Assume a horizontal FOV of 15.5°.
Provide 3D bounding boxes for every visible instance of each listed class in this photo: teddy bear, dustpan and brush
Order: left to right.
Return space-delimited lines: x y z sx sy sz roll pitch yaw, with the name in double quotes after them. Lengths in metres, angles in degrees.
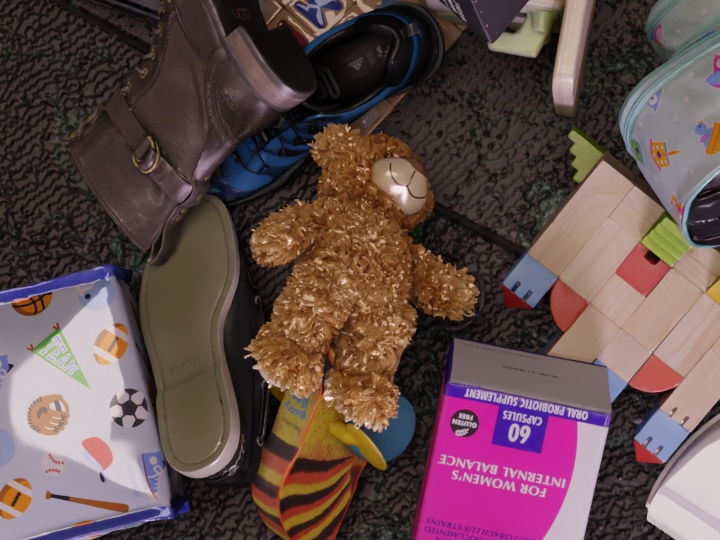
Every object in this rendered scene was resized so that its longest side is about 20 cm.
0.000 0.000 1.601 0.145 0.067 0.200 35 58 0 "teddy bear"
0.287 0.106 1.661 0.140 0.057 0.200 34 95 7 "dustpan and brush"

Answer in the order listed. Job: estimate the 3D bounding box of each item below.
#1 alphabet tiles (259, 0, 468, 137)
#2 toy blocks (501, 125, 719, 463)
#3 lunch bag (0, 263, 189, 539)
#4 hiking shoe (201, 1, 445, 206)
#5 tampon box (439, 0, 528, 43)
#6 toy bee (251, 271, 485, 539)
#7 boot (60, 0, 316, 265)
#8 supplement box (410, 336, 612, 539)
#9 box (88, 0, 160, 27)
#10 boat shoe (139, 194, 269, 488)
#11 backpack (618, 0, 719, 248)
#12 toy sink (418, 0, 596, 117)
-0.015 -0.187 1.739 0.167 0.008 0.200 43 89 8 "alphabet tiles"
0.168 0.026 1.663 0.200 0.100 0.137 39 102 -1 "toy blocks"
-0.225 0.098 1.672 0.200 0.124 0.170 -15 85 1 "lunch bag"
-0.043 -0.109 1.680 0.200 0.087 0.074 -36 84 14 "hiking shoe"
0.036 -0.252 1.533 0.200 0.150 0.126 41 91 10 "tampon box"
-0.021 0.071 1.662 0.131 0.109 0.200 -3 62 46 "toy bee"
-0.130 -0.126 1.664 0.174 0.069 0.200 -41 66 29 "boot"
0.084 0.156 1.616 0.101 0.103 0.200 11 105 1 "supplement box"
-0.142 -0.270 1.736 0.158 0.051 0.200 22 87 9 "box"
-0.089 0.048 1.665 0.074 0.066 0.199 -25 53 21 "boat shoe"
0.248 -0.109 1.563 0.200 0.176 0.153 -39 72 4 "backpack"
0.096 -0.209 1.662 0.112 0.130 0.200 9 86 7 "toy sink"
